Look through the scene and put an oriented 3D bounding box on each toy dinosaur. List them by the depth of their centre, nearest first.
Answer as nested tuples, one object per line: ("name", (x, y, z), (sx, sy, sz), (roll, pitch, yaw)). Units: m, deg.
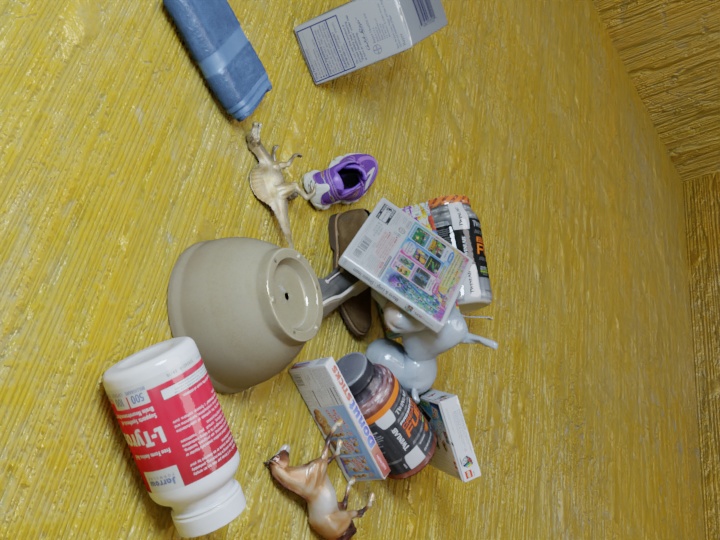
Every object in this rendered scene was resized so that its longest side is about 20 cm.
("toy dinosaur", (-0.119, -0.118, 1.454), (0.100, 0.058, 0.204), (-11, 78, -45))

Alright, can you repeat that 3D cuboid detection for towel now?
("towel", (-0.203, -0.317, 1.394), (0.202, 0.048, 0.112), (61, 33, -24))

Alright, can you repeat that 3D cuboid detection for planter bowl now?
("planter bowl", (-0.132, 0.046, 1.263), (0.199, 0.133, 0.204), (31, 52, -49))

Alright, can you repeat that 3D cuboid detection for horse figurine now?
("horse figurine", (-0.046, 0.306, 1.364), (0.132, 0.049, 0.203), (-42, 119, -44))

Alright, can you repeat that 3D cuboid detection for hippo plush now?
("hippo plush", (0.088, 0.106, 1.554), (0.196, 0.163, 0.160), (18, 29, -10))

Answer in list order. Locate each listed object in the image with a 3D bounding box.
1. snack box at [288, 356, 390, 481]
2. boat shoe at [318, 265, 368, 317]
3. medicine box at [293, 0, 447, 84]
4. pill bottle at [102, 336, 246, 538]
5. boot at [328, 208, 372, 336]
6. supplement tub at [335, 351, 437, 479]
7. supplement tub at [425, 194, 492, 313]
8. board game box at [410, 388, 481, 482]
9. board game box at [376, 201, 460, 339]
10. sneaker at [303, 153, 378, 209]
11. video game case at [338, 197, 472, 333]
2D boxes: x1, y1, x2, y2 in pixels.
("snack box", (-0.029, 0.217, 1.415), (0.024, 0.071, 0.203), (-48, 118, -48))
("boat shoe", (-0.047, 0.025, 1.472), (0.199, 0.067, 0.057), (-30, 75, -41))
("medicine box", (0.020, -0.410, 1.656), (0.182, 0.197, 0.105), (-46, 117, -56))
("pill bottle", (-0.202, 0.187, 1.102), (0.112, 0.111, 0.204), (-35, 106, -58))
("boot", (0.000, 0.000, 1.563), (0.073, 0.074, 0.204), (10, 69, -59))
("supplement tub", (0.028, 0.215, 1.480), (0.201, 0.105, 0.108), (54, 36, -31))
("supplement tub", (0.169, -0.028, 1.810), (0.122, 0.121, 0.204), (10, 69, -57))
("board game box", (0.125, 0.255, 1.568), (0.200, 0.034, 0.129), (175, -102, -75))
("board game box", (0.081, -0.001, 1.668), (0.104, 0.101, 0.204), (-18, 92, -59))
("sneaker", (-0.013, -0.147, 1.599), (0.200, 0.082, 0.082), (-37, 109, -59))
("video game case", (0.074, -0.013, 1.507), (0.180, 0.024, 0.201), (35, 35, -1))
